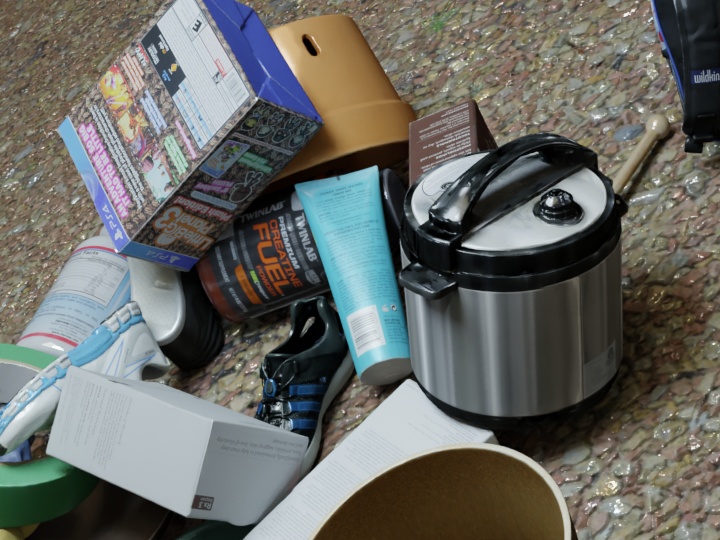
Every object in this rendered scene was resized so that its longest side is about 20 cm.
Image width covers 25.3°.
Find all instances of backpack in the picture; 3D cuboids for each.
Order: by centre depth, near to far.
[{"bbox_3d":[0.339,-0.230,1.377,0.198,0.192,0.154,-21,20,15],"label":"backpack"}]

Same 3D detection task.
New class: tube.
[{"bbox_3d":[0.000,0.000,1.405,0.076,0.051,0.202,-11,63,-7],"label":"tube"}]

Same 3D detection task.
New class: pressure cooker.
[{"bbox_3d":[0.118,-0.004,1.229,0.176,0.202,0.177,-3,33,6],"label":"pressure cooker"}]

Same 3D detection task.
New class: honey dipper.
[{"bbox_3d":[0.222,-0.069,1.409,0.038,0.038,0.201,4,45,41],"label":"honey dipper"}]

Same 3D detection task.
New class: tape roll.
[{"bbox_3d":[-0.320,0.140,1.406,0.198,0.049,0.201,11,32,-7],"label":"tape roll"}]

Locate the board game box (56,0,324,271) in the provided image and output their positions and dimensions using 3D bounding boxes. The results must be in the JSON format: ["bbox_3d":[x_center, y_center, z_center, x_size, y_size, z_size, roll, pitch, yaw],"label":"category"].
[{"bbox_3d":[-0.157,-0.130,1.456,0.200,0.096,0.160,-44,57,22],"label":"board game box"}]

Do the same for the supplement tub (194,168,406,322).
[{"bbox_3d":[-0.051,-0.030,1.507,0.198,0.107,0.108,-20,36,17],"label":"supplement tub"}]

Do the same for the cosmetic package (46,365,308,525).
[{"bbox_3d":[-0.151,0.143,1.301,0.199,0.112,0.082,12,87,43],"label":"cosmetic package"}]

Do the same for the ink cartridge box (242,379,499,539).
[{"bbox_3d":[0.009,0.184,1.240,0.200,0.051,0.109,-43,40,-16],"label":"ink cartridge box"}]

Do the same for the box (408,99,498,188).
[{"bbox_3d":[0.092,-0.052,1.427,0.074,0.101,0.201,-19,37,18],"label":"box"}]

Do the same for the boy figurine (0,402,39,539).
[{"bbox_3d":[-0.329,0.208,1.415,0.123,0.065,0.201,-22,33,4],"label":"boy figurine"}]

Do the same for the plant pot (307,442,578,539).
[{"bbox_3d":[0.077,0.244,0.987,0.184,0.201,0.187,-20,35,15],"label":"plant pot"}]

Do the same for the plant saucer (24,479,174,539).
[{"bbox_3d":[-0.238,0.220,1.412,0.198,0.032,0.201,-21,36,17],"label":"plant saucer"}]

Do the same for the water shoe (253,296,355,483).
[{"bbox_3d":[-0.069,0.109,1.373,0.071,0.079,0.201,-6,42,33],"label":"water shoe"}]

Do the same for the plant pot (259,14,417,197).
[{"bbox_3d":[-0.049,-0.157,1.550,0.198,0.142,0.200,-17,-5,-1],"label":"plant pot"}]

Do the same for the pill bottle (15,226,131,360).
[{"bbox_3d":[-0.255,0.039,1.580,0.108,0.109,0.201,-6,42,33],"label":"pill bottle"}]

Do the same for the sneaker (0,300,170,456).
[{"bbox_3d":[-0.235,0.109,1.387,0.200,0.087,0.075,-41,3,-41],"label":"sneaker"}]

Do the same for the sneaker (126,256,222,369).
[{"bbox_3d":[-0.178,0.007,1.552,0.070,0.099,0.202,-13,54,13],"label":"sneaker"}]

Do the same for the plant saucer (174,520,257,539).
[{"bbox_3d":[-0.117,0.265,1.267,0.198,0.028,0.201,-21,35,16],"label":"plant saucer"}]
